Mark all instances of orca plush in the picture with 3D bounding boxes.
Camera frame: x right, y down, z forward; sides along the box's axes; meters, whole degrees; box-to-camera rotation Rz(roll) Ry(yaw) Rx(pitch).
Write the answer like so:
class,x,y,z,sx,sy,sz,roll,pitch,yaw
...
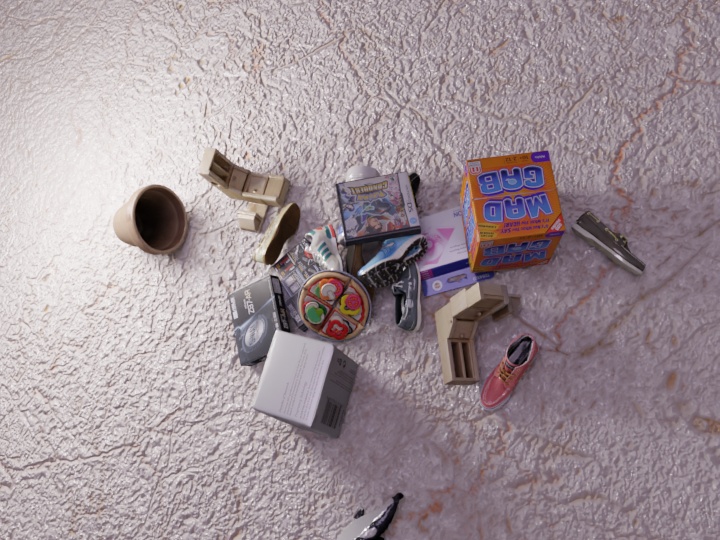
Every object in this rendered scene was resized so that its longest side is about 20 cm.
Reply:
class,x,y,z,sx,sy,sz,roll,pitch,yaw
orca plush,0.035,0.603,1.599,0.200,0.071,0.105,-45,19,-4

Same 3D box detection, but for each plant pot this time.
class,x,y,z,sx,sy,sz,roll,pitch,yaw
plant pot,-0.644,-0.143,2.027,0.171,0.199,0.206,-5,69,35

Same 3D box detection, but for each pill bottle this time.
class,x,y,z,sx,sy,sz,roll,pitch,yaw
pill bottle,0.001,-0.168,1.831,0.110,0.114,0.206,-2,71,18

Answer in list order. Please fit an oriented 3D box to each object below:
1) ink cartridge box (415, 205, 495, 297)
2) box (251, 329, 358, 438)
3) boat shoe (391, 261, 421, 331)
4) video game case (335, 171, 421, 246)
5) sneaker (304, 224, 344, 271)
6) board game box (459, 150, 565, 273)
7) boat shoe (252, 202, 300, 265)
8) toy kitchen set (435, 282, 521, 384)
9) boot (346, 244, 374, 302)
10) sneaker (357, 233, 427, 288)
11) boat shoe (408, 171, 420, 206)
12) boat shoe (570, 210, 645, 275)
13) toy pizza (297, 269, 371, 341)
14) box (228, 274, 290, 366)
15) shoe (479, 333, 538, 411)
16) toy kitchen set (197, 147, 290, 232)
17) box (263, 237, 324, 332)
class,x,y,z,sx,sy,sz,roll,pitch,yaw
ink cartridge box,0.230,-0.056,1.752,0.191,0.043,0.205,-16,66,13
box,-0.130,0.282,1.677,0.167,0.199,0.205,10,73,22
boat shoe,0.112,0.052,1.730,0.060,0.073,0.206,6,70,-26
video game case,0.043,-0.159,1.734,0.194,0.026,0.185,-9,60,-2
sneaker,-0.097,-0.030,1.802,0.090,0.071,0.204,-10,54,-6
board game box,0.352,-0.135,1.622,0.193,0.201,0.206,-7,69,1
boat shoe,-0.235,-0.108,1.909,0.061,0.074,0.203,8,57,36
toy kitchen set,0.299,0.151,1.594,0.159,0.200,0.186,5,65,-24
boot,0.000,0.000,1.762,0.073,0.074,0.206,0,109,-8
sneaker,0.075,-0.034,1.732,0.197,0.079,0.090,-34,42,-8
boat shoe,0.118,-0.169,1.799,0.065,0.075,0.201,20,65,33
boat shoe,0.591,-0.066,1.608,0.061,0.072,0.201,-48,60,3
toy pizza,-0.068,0.096,1.744,0.194,0.032,0.206,4,114,8
box,-0.270,0.135,1.834,0.157,0.043,0.206,-22,71,27
shoe,0.340,0.233,1.584,0.071,0.091,0.201,38,87,26
toy kitchen set,-0.340,-0.223,1.935,0.195,0.180,0.168,11,76,27
box,-0.151,0.037,1.851,0.157,0.050,0.201,-40,64,3
